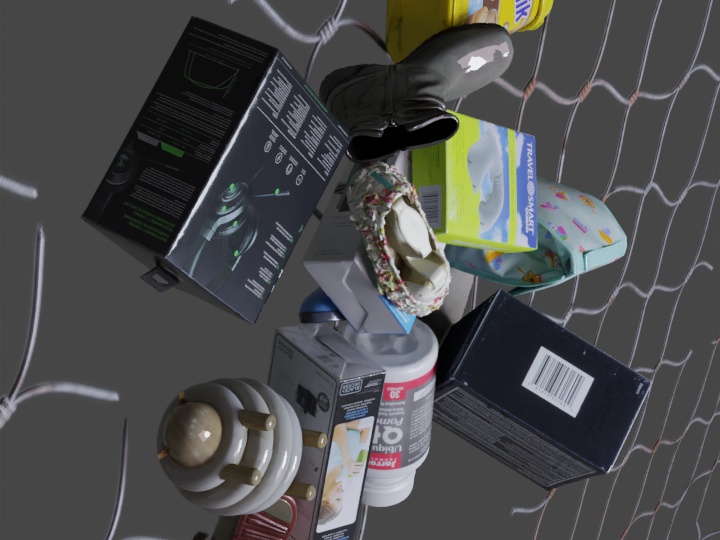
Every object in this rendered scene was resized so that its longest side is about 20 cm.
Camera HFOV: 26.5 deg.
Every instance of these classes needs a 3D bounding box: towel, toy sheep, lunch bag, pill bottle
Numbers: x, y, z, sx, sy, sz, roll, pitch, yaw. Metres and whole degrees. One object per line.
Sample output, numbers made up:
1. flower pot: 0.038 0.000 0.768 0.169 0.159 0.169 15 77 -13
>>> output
1. towel: 0.075 0.077 1.786 0.132 0.034 0.202 -5 114 -62
2. toy sheep: -0.110 0.162 1.397 0.200 0.137 0.139 35 79 -54
3. lunch bag: 0.185 -0.041 1.713 0.170 0.198 0.123 -13 122 -59
4. pill bottle: 0.024 0.155 1.665 0.111 0.110 0.202 -37 141 -44

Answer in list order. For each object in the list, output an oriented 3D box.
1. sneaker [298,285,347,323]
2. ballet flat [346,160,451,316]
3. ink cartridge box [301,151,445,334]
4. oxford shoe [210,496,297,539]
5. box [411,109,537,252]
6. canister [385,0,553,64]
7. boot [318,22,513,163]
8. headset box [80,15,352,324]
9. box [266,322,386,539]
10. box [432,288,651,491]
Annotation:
1. sneaker: 0.000 0.000 1.567 0.199 0.065 0.079 -24 109 -49
2. ballet flat: 0.044 -0.016 1.393 0.076 0.064 0.201 -48 136 -14
3. ink cartridge box: 0.030 -0.052 1.503 0.116 0.067 0.201 53 49 -38
4. oxford shoe: -0.122 0.281 1.542 0.070 0.075 0.201 22 114 -24
5. box: 0.122 -0.085 1.536 0.199 0.047 0.124 7 82 -54
6. canister: 0.112 -0.287 1.515 0.200 0.086 0.150 -35 139 -44
7. boot: 0.066 -0.153 1.391 0.198 0.131 0.068 -20 124 -8
8. headset box: -0.115 -0.071 1.251 0.202 0.092 0.174 -63 154 -8
9. box: -0.046 0.167 1.529 0.060 0.116 0.202 -8 118 -37
10. box: 0.184 0.136 1.700 0.124 0.199 0.198 -60 -176 -18
